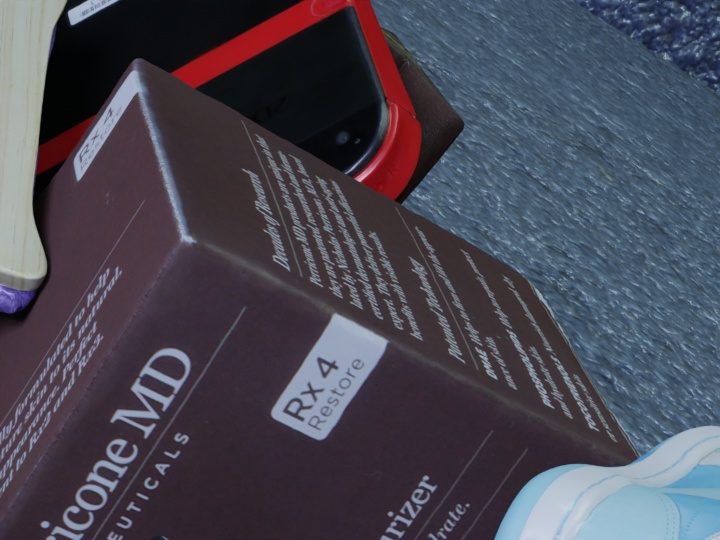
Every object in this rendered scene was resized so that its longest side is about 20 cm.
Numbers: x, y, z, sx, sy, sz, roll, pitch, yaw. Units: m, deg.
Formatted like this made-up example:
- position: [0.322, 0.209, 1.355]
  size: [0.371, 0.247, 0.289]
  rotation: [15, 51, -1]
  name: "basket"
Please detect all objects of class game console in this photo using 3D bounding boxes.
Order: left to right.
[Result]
- position: [-0.081, -0.062, 0.959]
  size: [0.031, 0.199, 0.177]
  rotation: [50, 16, -51]
  name: "game console"

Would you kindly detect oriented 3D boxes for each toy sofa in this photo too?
- position: [-0.175, -0.041, 0.864]
  size: [0.097, 0.083, 0.201]
  rotation: [16, 41, -19]
  name: "toy sofa"

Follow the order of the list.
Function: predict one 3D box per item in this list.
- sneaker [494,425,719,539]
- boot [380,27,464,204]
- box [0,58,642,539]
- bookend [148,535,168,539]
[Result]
- position: [0.136, 0.110, 0.732]
  size: [0.130, 0.080, 0.200]
  rotation: [20, 14, 29]
  name: "sneaker"
- position: [0.000, 0.000, 0.992]
  size: [0.186, 0.200, 0.064]
  rotation: [38, -13, -20]
  name: "boot"
- position: [-0.035, 0.060, 0.833]
  size: [0.199, 0.166, 0.164]
  rotation: [27, 17, -24]
  name: "box"
- position: [-0.009, 0.150, 0.691]
  size: [0.198, 0.092, 0.200]
  rotation: [33, 21, 19]
  name: "bookend"
